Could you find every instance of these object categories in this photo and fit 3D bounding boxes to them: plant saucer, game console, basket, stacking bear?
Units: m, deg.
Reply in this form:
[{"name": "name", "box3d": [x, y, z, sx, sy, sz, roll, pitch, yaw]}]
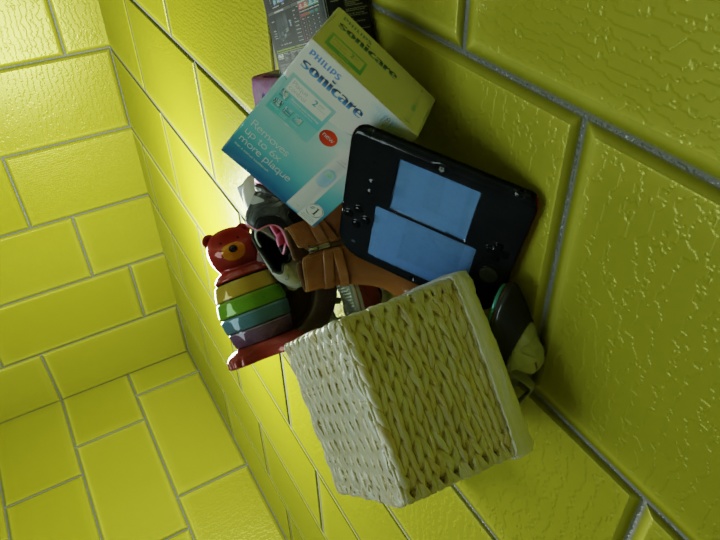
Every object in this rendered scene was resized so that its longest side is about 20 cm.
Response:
[{"name": "plant saucer", "box3d": [-0.132, 0.024, 1.051, 0.200, 0.034, 0.201, 3, 98, 25]}, {"name": "game console", "box3d": [0.072, -0.049, 0.705, 0.200, 0.031, 0.177, 25, 143, 13]}, {"name": "basket", "box3d": [0.042, 0.131, 0.711, 0.198, 0.161, 0.200, -31, 79, 64]}, {"name": "stacking bear", "box3d": [-0.168, 0.031, 0.985, 0.114, 0.121, 0.200, 160, 90, -83]}]

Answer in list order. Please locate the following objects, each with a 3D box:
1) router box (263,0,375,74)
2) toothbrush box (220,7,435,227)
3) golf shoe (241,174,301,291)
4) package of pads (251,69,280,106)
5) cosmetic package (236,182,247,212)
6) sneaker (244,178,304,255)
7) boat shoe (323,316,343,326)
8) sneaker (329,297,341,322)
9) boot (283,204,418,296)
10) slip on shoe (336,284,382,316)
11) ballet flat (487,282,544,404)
[{"name": "router box", "box3d": [-0.061, -0.337, 0.844, 0.200, 0.062, 0.150, 23, 130, 61]}, {"name": "toothbrush box", "box3d": [-0.039, -0.164, 0.747, 0.146, 0.085, 0.200, 40, 134, -16]}, {"name": "golf shoe", "box3d": [-0.129, -0.068, 0.974, 0.200, 0.078, 0.097, 61, -167, 17]}, {"name": "package of pads", "box3d": [-0.094, -0.235, 0.993, 0.200, 0.076, 0.121, 30, 139, 57]}, {"name": "cosmetic package", "box3d": [-0.113, -0.067, 1.111, 0.081, 0.113, 0.200, -24, 87, 26]}, {"name": "sneaker", "box3d": [-0.078, -0.060, 0.932, 0.079, 0.200, 0.095, 16, 82, 54]}, {"name": "boat shoe", "box3d": [0.013, 0.125, 0.952, 0.200, 0.069, 0.074, 18, 112, 39]}, {"name": "sneaker", "box3d": [-0.054, 0.083, 1.142, 0.200, 0.140, 0.078, 31, 118, 12]}, {"name": "boot", "box3d": [0.000, 0.000, 0.873, 0.200, 0.155, 0.077, 67, 157, 6]}, {"name": "slip on shoe", "box3d": [0.008, 0.050, 1.033, 0.074, 0.061, 0.200, 42, 159, 36]}, {"name": "ballet flat", "box3d": [0.162, 0.100, 0.721, 0.073, 0.073, 0.200, 49, 144, 40]}]
